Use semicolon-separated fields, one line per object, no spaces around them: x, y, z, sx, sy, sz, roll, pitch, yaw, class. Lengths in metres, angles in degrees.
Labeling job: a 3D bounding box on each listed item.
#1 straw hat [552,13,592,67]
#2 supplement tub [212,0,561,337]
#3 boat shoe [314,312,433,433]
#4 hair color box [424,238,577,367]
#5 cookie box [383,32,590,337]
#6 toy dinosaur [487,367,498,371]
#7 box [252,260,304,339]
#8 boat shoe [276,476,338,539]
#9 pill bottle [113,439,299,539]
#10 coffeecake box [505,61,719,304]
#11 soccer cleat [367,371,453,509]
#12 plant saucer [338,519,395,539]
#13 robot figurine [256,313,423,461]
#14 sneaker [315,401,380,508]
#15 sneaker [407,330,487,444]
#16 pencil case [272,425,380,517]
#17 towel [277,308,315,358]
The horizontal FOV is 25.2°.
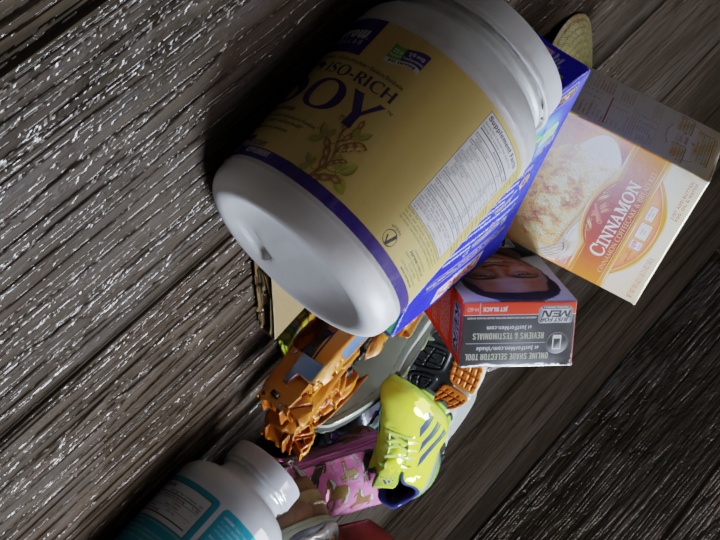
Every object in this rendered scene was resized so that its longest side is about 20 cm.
0.214;-0.131;1.499;0.201;0.084;0.202;-51;152;-40;straw hat
0.020;-0.076;1.015;0.200;0.145;0.146;-49;165;-16;supplement tub
0.011;0.085;1.510;0.202;0.072;0.061;-48;161;-32;boat shoe
0.109;0.019;1.389;0.200;0.100;0.062;-120;-149;-67;hair color box
0.074;-0.070;1.243;0.171;0.075;0.201;-37;159;-46;cookie box
0.130;0.023;1.607;0.102;0.135;0.201;-35;158;-47;toy dinosaur
-0.009;-0.053;1.224;0.200;0.021;0.164;-47;165;-19;box
-0.119;0.241;1.416;0.198;0.072;0.076;-21;157;-2;boat shoe
-0.139;0.234;1.314;0.200;0.111;0.111;-46;164;-22;pill bottle
0.183;-0.086;1.369;0.073;0.199;0.154;-58;174;-46;coffeecake box
0.039;0.162;1.480;0.084;0.064;0.201;-50;158;-21;soccer cleat
-0.077;0.282;1.585;0.198;0.037;0.200;-13;172;12;plant saucer
-0.009;0.060;1.354;0.200;0.058;0.145;-48;165;-19;robot figurine
0.009;0.169;1.669;0.074;0.087;0.201;-43;163;-33;sneaker
0.091;0.106;1.628;0.092;0.075;0.201;-45;165;-44;sneaker
-0.042;0.203;1.543;0.086;0.084;0.199;-12;178;35;pencil case
0.000;0.000;1.386;0.200;0.018;0.086;-50;166;-13;towel
